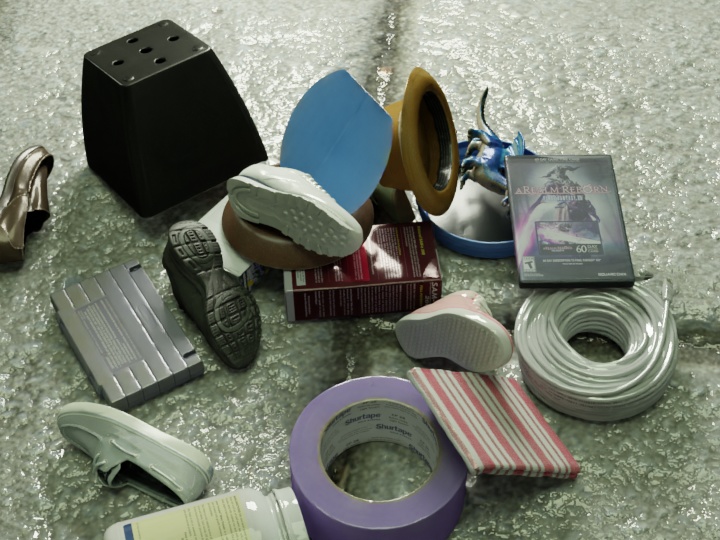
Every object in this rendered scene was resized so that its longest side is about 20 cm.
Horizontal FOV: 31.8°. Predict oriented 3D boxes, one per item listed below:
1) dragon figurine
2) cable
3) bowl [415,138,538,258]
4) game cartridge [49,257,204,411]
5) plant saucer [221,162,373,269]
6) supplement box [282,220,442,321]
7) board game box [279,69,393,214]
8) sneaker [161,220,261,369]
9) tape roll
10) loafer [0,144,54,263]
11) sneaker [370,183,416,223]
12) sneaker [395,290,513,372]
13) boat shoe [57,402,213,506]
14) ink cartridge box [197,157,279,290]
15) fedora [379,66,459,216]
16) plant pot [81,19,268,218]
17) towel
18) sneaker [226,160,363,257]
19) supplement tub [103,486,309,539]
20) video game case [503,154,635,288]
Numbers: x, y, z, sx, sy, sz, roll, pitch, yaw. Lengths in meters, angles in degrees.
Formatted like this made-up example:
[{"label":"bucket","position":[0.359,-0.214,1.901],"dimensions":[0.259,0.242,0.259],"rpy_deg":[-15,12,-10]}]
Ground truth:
[{"label":"dragon figurine","position":[0.189,-0.152,1.701],"dimensions":[0.099,0.059,0.201],"rpy_deg":[9,54,6]},{"label":"cable","position":[0.285,0.089,1.537],"dimensions":[0.198,0.069,0.201],"rpy_deg":[3,50,4]},{"label":"bowl","position":[0.173,-0.098,1.720],"dimensions":[0.199,0.040,0.202],"rpy_deg":[0,49,0]},{"label":"game cartridge","position":[-0.295,0.080,1.577],"dimensions":[0.129,0.039,0.200],"rpy_deg":[-27,54,-16]},{"label":"plant saucer","position":[-0.082,-0.082,1.640],"dimensions":[0.199,0.035,0.201],"rpy_deg":[-1,43,1]},{"label":"supplement box","position":[0.000,0.000,1.622],"dimensions":[0.198,0.061,0.109],"rpy_deg":[-4,47,-2]},{"label":"board game box","position":[-0.020,-0.157,1.619],"dimensions":[0.039,0.158,0.200],"rpy_deg":[14,28,-46]},{"label":"sneaker","position":[-0.189,0.038,1.588],"dimensions":[0.076,0.091,0.201],"rpy_deg":[-15,70,-34]},{"label":"tape roll","position":[0.021,0.222,1.414],"dimensions":[0.198,0.085,0.201],"rpy_deg":[0,49,0]},{"label":"loafer","position":[-0.449,-0.082,1.704],"dimensions":[0.070,0.073,0.201],"rpy_deg":[15,55,0]},{"label":"sneaker","position":[0.001,-0.128,1.740],"dimensions":[0.089,0.067,0.201],"rpy_deg":[-25,57,-1]},{"label":"sneaker","position":[0.136,0.065,1.511],"dimensions":[0.104,0.076,0.200],"rpy_deg":[-24,14,-30]},{"label":"boat shoe","position":[-0.267,0.212,1.435],"dimensions":[0.200,0.070,0.072],"rpy_deg":[20,48,14]},{"label":"ink cartridge box","position":[-0.139,-0.060,1.685],"dimensions":[0.109,0.051,0.200],"rpy_deg":[28,54,24]},{"label":"fedora","position":[0.065,-0.163,1.643],"dimensions":[0.081,0.201,0.201],"rpy_deg":[-9,45,24]},{"label":"plant pot","position":[-0.270,-0.222,1.718],"dimensions":[0.199,0.178,0.200],"rpy_deg":[-28,39,-22]},{"label":"towel","position":[0.149,0.176,1.417],"dimensions":[0.199,0.030,0.147],"rpy_deg":[11,34,-45]},{"label":"sneaker","position":[-0.071,-0.085,1.572],"dimensions":[0.199,0.077,0.080],"rpy_deg":[28,42,25]},{"label":"supplement tub","position":[-0.153,0.308,1.301],"dimensions":[0.199,0.146,0.146],"rpy_deg":[-14,50,-11]},{"label":"video game case","position":[0.261,-0.064,1.594],"dimensions":[0.142,0.019,0.201],"rpy_deg":[-1,56,-3]}]
